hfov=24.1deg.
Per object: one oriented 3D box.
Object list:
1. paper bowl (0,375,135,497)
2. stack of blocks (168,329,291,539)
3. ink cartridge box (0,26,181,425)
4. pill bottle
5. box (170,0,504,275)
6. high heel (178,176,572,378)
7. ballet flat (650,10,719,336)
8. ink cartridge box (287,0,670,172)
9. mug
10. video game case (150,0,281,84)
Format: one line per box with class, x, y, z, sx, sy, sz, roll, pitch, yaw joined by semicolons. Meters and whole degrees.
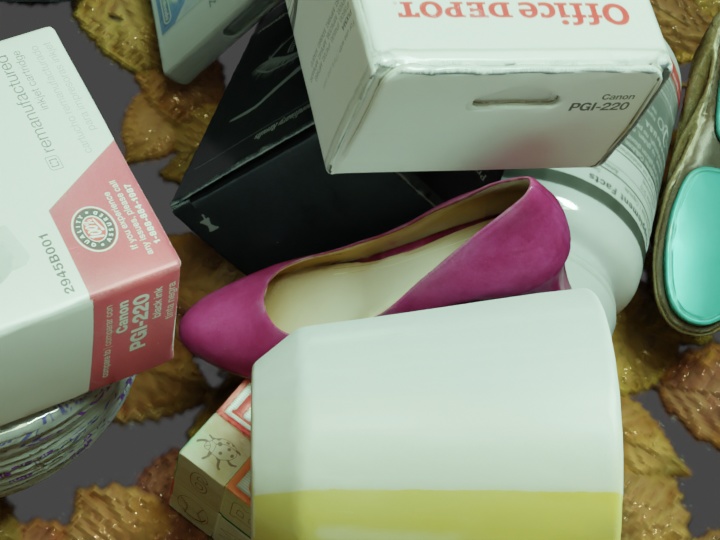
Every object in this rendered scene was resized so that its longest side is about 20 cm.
paper bowl;-0.203;0.019;0.817;0.198;0.105;0.202;6;57;-9
stack of blocks;0.019;0.122;0.829;0.199;0.059;0.115;36;57;11
ink cartridge box;-0.196;-0.003;0.722;0.198;0.085;0.146;-22;64;-21
pill bottle;0.105;-0.040;0.921;0.113;0.114;0.201;19;56;0
box;0.007;-0.097;0.900;0.104;0.147;0.201;39;53;-24
high heel;0.000;0.000;0.787;0.198;0.096;0.068;-3;55;15
ballet flat;0.197;-0.055;0.953;0.067;0.072;0.202;15;76;-12
ink cartridge box;0.040;-0.150;0.778;0.144;0.085;0.202;-3;60;-21
mug;0.028;0.096;0.728;0.151;0.150;0.188;1;44;-3
video game case;-0.065;-0.237;0.979;0.022;0.182;0.202;22;44;-42
